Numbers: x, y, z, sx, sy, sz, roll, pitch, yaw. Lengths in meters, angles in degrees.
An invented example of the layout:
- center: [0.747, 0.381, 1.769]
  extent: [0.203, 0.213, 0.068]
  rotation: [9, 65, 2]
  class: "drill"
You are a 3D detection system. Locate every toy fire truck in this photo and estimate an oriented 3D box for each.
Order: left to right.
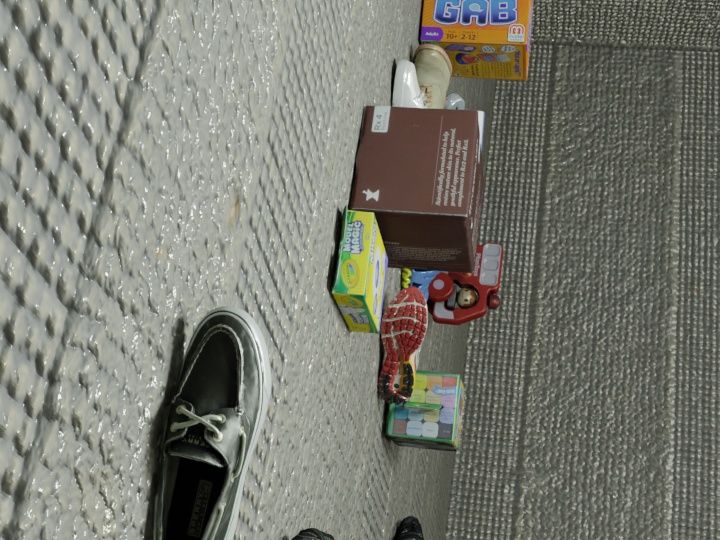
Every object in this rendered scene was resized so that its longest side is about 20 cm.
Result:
- center: [0.232, 0.026, 2.451]
  extent: [0.112, 0.166, 0.202]
  rotation: [75, 22, -62]
  class: "toy fire truck"

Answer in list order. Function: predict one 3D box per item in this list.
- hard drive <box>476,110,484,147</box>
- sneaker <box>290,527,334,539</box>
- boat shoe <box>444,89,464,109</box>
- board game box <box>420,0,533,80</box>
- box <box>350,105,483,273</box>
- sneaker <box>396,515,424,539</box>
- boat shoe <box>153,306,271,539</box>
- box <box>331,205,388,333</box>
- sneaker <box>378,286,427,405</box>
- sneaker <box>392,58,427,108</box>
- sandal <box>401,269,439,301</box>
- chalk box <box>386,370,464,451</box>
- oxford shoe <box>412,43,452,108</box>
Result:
- center: [0.196, -0.228, 2.288]
  extent: [0.025, 0.131, 0.203]
  rotation: [3, 92, -42]
  class: "hard drive"
- center: [-0.053, 0.384, 1.255]
  extent: [0.114, 0.075, 0.202]
  rotation: [-42, 130, -67]
  class: "sneaker"
- center: [0.164, -0.283, 2.227]
  extent: [0.071, 0.062, 0.201]
  rotation: [-20, 141, -31]
  class: "boat shoe"
- center: [0.229, -0.497, 2.110]
  extent: [0.200, 0.197, 0.202]
  rotation: [48, 47, -77]
  class: "board game box"
- center: [0.087, -0.112, 1.573]
  extent: [0.200, 0.162, 0.168]
  rotation: [71, 26, -66]
  class: "box"
- center: [0.095, 0.543, 2.241]
  extent: [0.200, 0.075, 0.089]
  rotation: [79, 4, -69]
  class: "sneaker"
- center: [-0.112, 0.126, 0.819]
  extent: [0.064, 0.070, 0.202]
  rotation: [31, 66, -80]
  class: "boat shoe"
- center: [0.000, 0.000, 1.473]
  extent: [0.200, 0.048, 0.119]
  rotation: [63, 32, -68]
  class: "box"
- center: [0.069, 0.122, 1.870]
  extent: [0.082, 0.077, 0.202]
  rotation: [-65, 167, -73]
  class: "sneaker"
- center: [0.111, -0.247, 1.798]
  extent: [0.074, 0.114, 0.202]
  rotation: [-65, 156, -58]
  class: "sneaker"
- center: [0.120, -0.008, 2.043]
  extent: [0.201, 0.086, 0.080]
  rotation: [86, 11, -48]
  class: "sandal"
- center: [0.118, 0.250, 1.989]
  extent: [0.200, 0.123, 0.125]
  rotation: [64, 32, -73]
  class: "chalk box"
- center: [0.126, -0.325, 1.983]
  extent: [0.201, 0.070, 0.074]
  rotation: [78, 22, -58]
  class: "oxford shoe"
